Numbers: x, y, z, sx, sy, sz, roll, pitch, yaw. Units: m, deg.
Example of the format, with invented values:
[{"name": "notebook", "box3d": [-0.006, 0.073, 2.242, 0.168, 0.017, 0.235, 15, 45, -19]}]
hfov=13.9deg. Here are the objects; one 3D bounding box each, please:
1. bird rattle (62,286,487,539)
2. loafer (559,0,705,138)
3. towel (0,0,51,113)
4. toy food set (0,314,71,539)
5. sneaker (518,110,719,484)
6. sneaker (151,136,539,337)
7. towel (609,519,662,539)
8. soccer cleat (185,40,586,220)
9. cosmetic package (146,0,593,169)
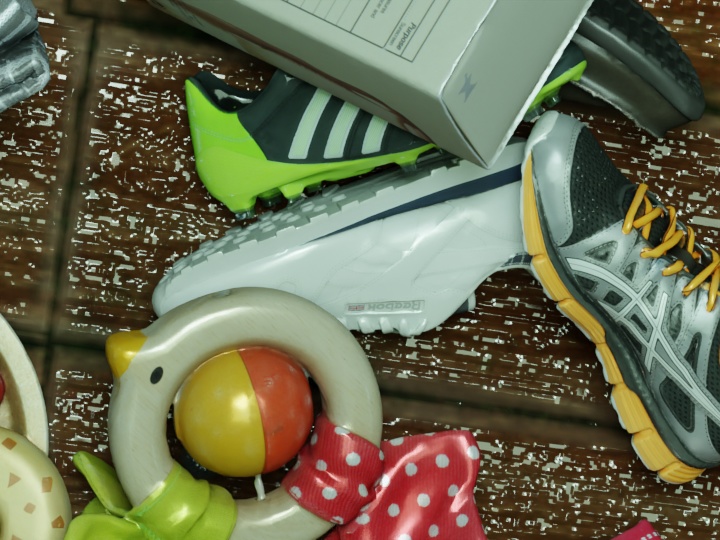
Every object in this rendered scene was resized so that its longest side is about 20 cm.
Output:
[{"name": "bird rattle", "box3d": [-0.043, 0.089, 1.373, 0.199, 0.113, 0.164, -10, 108, -2]}, {"name": "loafer", "box3d": [0.073, -0.116, 1.418, 0.200, 0.073, 0.071, 31, 111, 2]}, {"name": "towel", "box3d": [-0.229, -0.075, 1.330, 0.200, 0.166, 0.086, -35, 97, 1]}, {"name": "toy food set", "box3d": [-0.245, 0.088, 1.395, 0.197, 0.049, 0.201, -15, 94, -5]}, {"name": "sneaker", "box3d": [0.140, 0.006, 1.399, 0.077, 0.078, 0.200, -18, 115, 32]}, {"name": "sneaker", "box3d": [0.000, 0.000, 1.409, 0.199, 0.076, 0.081, -18, 103, -4]}, {"name": "towel", "box3d": [0.137, 0.224, 1.389, 0.144, 0.023, 0.200, -24, 65, -26]}, {"name": "soccer cleat", "box3d": [0.007, -0.085, 1.376, 0.199, 0.068, 0.081, -16, 97, 22]}, {"name": "cosmetic package", "box3d": [-0.008, -0.139, 1.323, 0.200, 0.087, 0.104, 29, 80, 27]}]
